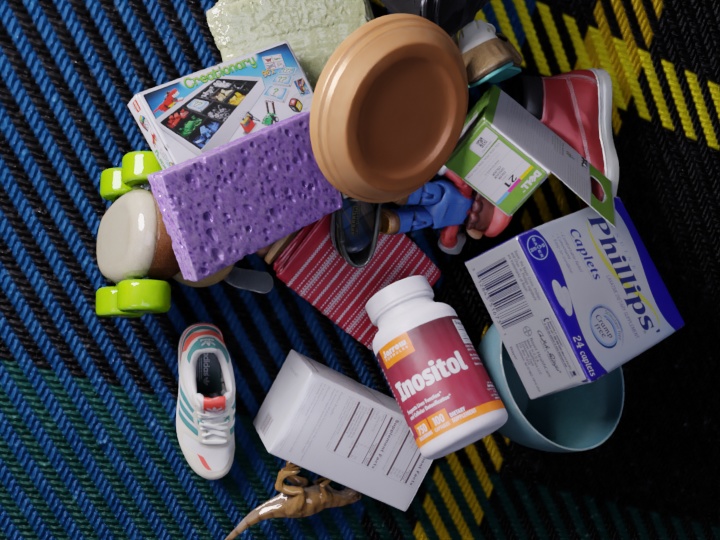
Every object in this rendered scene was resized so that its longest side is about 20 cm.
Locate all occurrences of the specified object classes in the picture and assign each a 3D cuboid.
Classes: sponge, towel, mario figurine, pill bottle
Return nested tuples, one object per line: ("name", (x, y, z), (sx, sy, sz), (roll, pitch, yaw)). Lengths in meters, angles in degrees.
("sponge", (-0.111, -0.081, 0.835), (0.200, 0.030, 0.112), (-30, 113, -35))
("towel", (-0.071, -0.262, 0.962), (0.199, 0.036, 0.149), (-17, 105, -15))
("mario figurine", (0.102, -0.086, 1.017), (0.199, 0.123, 0.106), (0, 65, -33))
("towel", (0.000, 0.000, 1.020), (0.200, 0.022, 0.145), (41, 85, -32))
("pill bottle", (0.084, 0.113, 0.972), (0.113, 0.113, 0.201), (-22, 70, -11))

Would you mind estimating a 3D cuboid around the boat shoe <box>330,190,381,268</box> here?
("boat shoe", (-0.001, -0.096, 0.915), (0.068, 0.057, 0.201), (-8, 124, -13))

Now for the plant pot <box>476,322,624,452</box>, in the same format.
("plant pot", (0.222, 0.144, 1.055), (0.199, 0.135, 0.201), (12, 65, -26))

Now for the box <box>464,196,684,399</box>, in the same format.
("box", (0.260, 0.029, 0.979), (0.200, 0.105, 0.185), (-21, 83, -36))

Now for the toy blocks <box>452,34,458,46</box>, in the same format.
("toy blocks", (0.065, -0.208, 0.972), (0.200, 0.100, 0.137), (-51, 136, -20))

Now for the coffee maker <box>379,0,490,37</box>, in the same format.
("coffee maker", (0.037, -0.343, 0.892), (0.192, 0.135, 0.200), (-47, 69, 12))

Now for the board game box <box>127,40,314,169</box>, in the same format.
("board game box", (-0.131, -0.159, 0.873), (0.200, 0.035, 0.127), (-31, 96, -34))

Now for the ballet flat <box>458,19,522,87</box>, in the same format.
("ballet flat", (0.150, -0.260, 0.959), (0.068, 0.200, 0.073), (-22, 96, 26))

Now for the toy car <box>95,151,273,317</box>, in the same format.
("toy car", (-0.186, -0.030, 0.920), (0.199, 0.158, 0.165), (5, 82, -33))

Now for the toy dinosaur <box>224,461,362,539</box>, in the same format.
("toy dinosaur", (-0.089, 0.296, 1.045), (0.199, 0.060, 0.107), (-11, 104, -14))

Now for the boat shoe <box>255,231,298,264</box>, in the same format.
("boat shoe", (-0.075, -0.100, 0.961), (0.070, 0.070, 0.200), (36, 66, -5))

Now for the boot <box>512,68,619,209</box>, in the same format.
("boot", (0.258, -0.158, 1.063), (0.144, 0.072, 0.201), (-9, 96, -13))

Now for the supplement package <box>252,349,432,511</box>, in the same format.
("supplement package", (-0.016, 0.200, 1.020), (0.200, 0.114, 0.110), (28, 90, -19))

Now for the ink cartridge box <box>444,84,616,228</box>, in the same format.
("ink cartridge box", (0.208, -0.118, 0.976), (0.200, 0.148, 0.076), (38, 120, -7))

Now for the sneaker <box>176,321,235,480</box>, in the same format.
("sneaker", (-0.185, 0.168, 0.975), (0.070, 0.093, 0.201), (-4, 101, -16))

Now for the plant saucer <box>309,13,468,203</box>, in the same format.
("plant saucer", (0.040, -0.162, 0.846), (0.200, 0.037, 0.201), (-18, 123, -30))
